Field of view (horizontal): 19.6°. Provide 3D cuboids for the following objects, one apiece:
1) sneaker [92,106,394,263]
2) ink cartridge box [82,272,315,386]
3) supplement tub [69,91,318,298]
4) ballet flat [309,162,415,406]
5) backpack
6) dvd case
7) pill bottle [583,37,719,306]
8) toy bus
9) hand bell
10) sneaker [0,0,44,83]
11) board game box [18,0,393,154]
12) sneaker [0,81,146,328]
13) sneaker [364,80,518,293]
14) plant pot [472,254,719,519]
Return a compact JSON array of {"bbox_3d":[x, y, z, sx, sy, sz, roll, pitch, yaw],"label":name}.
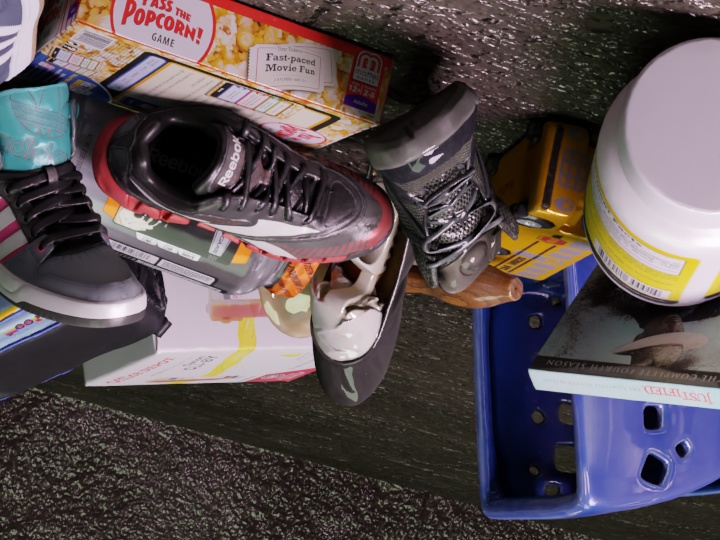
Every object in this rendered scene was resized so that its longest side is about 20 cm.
[{"bbox_3d":[-0.068,-0.054,1.315,0.199,0.072,0.098,16,170,-11],"label":"sneaker"},{"bbox_3d":[-0.115,0.041,1.709,0.198,0.084,0.145,0,167,-32],"label":"ink cartridge box"},{"bbox_3d":[-0.121,-0.059,1.429,0.198,0.124,0.122,20,167,-16],"label":"supplement tub"},{"bbox_3d":[0.000,0.000,1.434,0.068,0.202,0.068,24,-165,27],"label":"ballet flat"},{"bbox_3d":[-0.250,-0.028,1.537,0.181,0.202,0.135,-22,155,12],"label":"backpack"},{"bbox_3d":[0.209,0.008,1.286,0.145,0.200,0.022,4,133,37],"label":"dvd case"},{"bbox_3d":[0.186,-0.053,1.170,0.113,0.115,0.200,12,168,5],"label":"pill bottle"},{"bbox_3d":[0.124,-0.044,1.402,0.078,0.066,0.200,15,168,-9],"label":"toy bus"},{"bbox_3d":[0.032,0.004,1.491,0.199,0.105,0.104,4,166,40],"label":"hand bell"},{"bbox_3d":[-0.242,-0.135,1.192,0.070,0.108,0.200,47,162,8],"label":"sneaker"},{"bbox_3d":[-0.101,-0.127,1.299,0.198,0.047,0.151,18,167,-22],"label":"board game box"},{"bbox_3d":[-0.195,-0.053,1.296,0.083,0.122,0.199,-14,-147,-41],"label":"sneaker"},{"bbox_3d":[0.054,-0.049,1.270,0.076,0.115,0.199,-31,180,-4],"label":"sneaker"},{"bbox_3d":[0.202,0.087,1.593,0.178,0.202,0.200,1,171,-20],"label":"plant pot"}]
